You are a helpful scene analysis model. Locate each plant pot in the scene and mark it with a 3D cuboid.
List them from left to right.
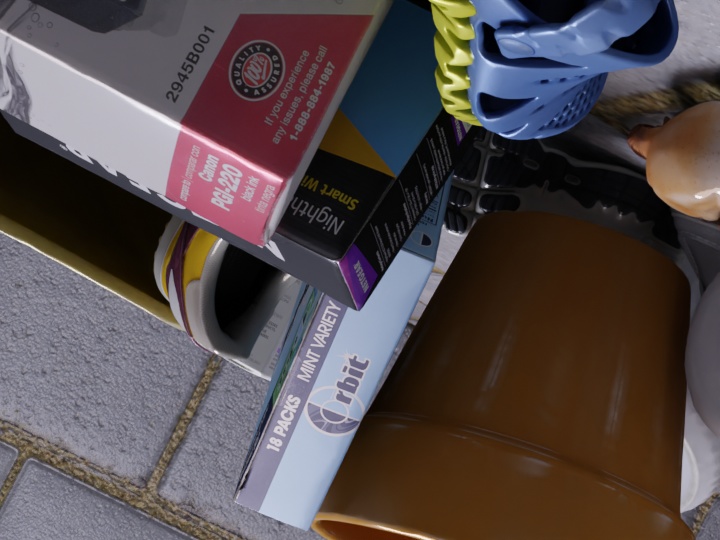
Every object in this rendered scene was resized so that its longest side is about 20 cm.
[{"bbox_3d":[-0.144,-0.115,0.865,0.194,0.196,0.200,30,-177,-24],"label":"plant pot"},{"bbox_3d":[0.092,0.077,0.825,0.198,0.185,0.200,17,164,5],"label":"plant pot"}]

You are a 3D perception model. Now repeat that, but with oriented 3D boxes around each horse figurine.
[{"bbox_3d":[0.179,-0.037,0.641,0.132,0.050,0.199,22,177,-42],"label":"horse figurine"}]

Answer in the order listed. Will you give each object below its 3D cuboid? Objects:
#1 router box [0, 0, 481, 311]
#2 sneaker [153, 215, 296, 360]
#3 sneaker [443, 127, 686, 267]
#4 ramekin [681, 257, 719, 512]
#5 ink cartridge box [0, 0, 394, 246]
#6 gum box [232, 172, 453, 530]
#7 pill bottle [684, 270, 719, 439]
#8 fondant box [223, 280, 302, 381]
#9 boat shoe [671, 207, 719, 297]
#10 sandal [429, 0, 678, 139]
[{"bbox_3d":[-0.044,-0.092,0.671,0.198,0.150,0.051,26,162,24],"label":"router box"},{"bbox_3d":[-0.036,-0.053,0.756,0.074,0.202,0.090,13,-163,-28],"label":"sneaker"},{"bbox_3d":[0.097,-0.044,0.913,0.198,0.078,0.080,27,-175,10],"label":"sneaker"},{"bbox_3d":[0.167,0.068,1.003,0.199,0.105,0.201,26,146,19],"label":"ramekin"},{"bbox_3d":[-0.087,-0.125,0.579,0.198,0.147,0.085,27,162,-1],"label":"ink cartridge box"},{"bbox_3d":[0.000,0.000,0.782,0.044,0.171,0.201,22,-147,-4],"label":"gum box"},{"bbox_3d":[0.265,0.065,0.797,0.199,0.118,0.116,27,177,-39],"label":"pill bottle"},{"bbox_3d":[-0.033,-0.021,1.080,0.058,0.202,0.144,28,176,10],"label":"fondant box"},{"bbox_3d":[0.221,0.018,0.857,0.072,0.069,0.200,24,173,39],"label":"boat shoe"},{"bbox_3d":[0.071,-0.090,0.546,0.086,0.080,0.200,22,175,17],"label":"sandal"}]
